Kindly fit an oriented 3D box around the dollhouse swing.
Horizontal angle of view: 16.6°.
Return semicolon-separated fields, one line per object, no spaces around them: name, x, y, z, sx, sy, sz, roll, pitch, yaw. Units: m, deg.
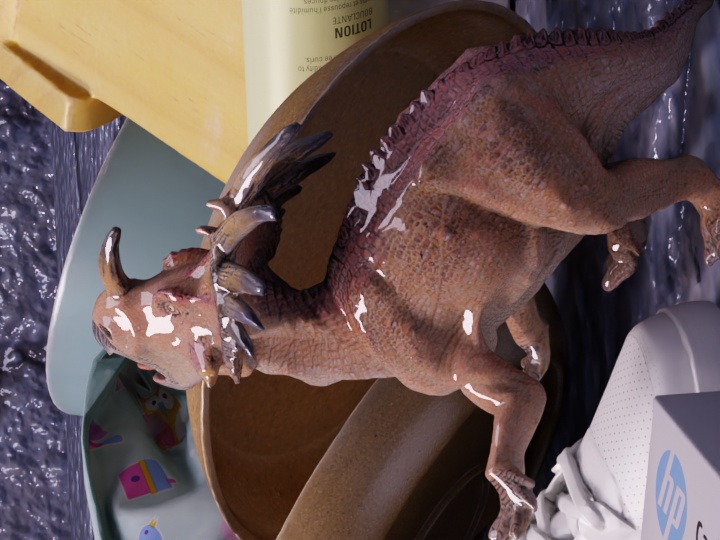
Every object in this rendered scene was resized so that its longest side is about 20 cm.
dollhouse swing;-0.045;-0.156;0.988;0.182;0.175;0.201;-36;-38;-53

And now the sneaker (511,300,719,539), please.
sneaker;0.051;0.102;0.753;0.074;0.115;0.201;-110;24;-61

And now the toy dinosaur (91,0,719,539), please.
toy dinosaur;0.024;-0.019;0.710;0.200;0.135;0.086;-50;17;3

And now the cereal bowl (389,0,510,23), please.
cereal bowl;0.000;-0.115;1.052;0.200;0.083;0.202;178;90;-79

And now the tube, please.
tube;-0.011;-0.037;0.878;0.052;0.057;0.202;-74;-16;-65

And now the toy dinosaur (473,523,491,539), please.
toy dinosaur;0.056;0.192;0.859;0.102;0.077;0.202;11;91;40

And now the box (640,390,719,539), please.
box;0.110;0.155;0.654;0.156;0.041;0.202;-121;33;-67

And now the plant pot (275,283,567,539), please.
plant pot;0.019;0.091;0.857;0.200;0.027;0.201;-51;-20;-26

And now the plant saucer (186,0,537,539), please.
plant saucer;0.000;0.000;0.839;0.035;0.200;0.202;24;123;31

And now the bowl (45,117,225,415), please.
bowl;-0.058;-0.004;1.174;0.202;0.104;0.201;-61;-13;-25

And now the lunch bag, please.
lunch bag;-0.052;0.139;1.082;0.171;0.121;0.200;72;171;-47
